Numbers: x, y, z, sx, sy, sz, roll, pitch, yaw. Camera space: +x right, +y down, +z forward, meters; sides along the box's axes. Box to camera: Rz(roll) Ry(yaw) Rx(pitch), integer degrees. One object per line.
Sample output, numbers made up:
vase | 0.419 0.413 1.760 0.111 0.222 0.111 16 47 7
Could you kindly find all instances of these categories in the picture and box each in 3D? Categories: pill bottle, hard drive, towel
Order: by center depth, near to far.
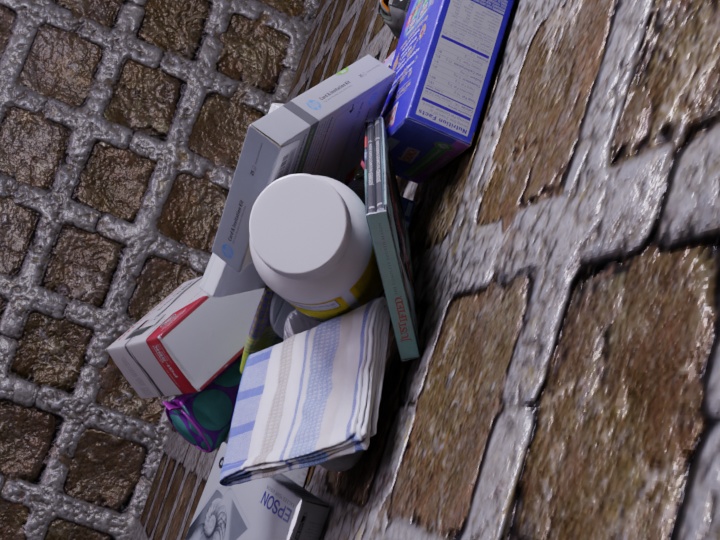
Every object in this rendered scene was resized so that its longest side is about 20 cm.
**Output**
pill bottle | -0.037 -0.020 1.011 0.200 0.111 0.114 53 -125 -76
towel | -0.052 0.112 1.011 0.199 0.024 0.149 -24 45 41
hard drive | -0.091 -0.073 1.157 0.132 0.026 0.202 -12 -52 -66
towel | -0.071 0.018 1.267 0.143 0.023 0.202 -24 -39 -64

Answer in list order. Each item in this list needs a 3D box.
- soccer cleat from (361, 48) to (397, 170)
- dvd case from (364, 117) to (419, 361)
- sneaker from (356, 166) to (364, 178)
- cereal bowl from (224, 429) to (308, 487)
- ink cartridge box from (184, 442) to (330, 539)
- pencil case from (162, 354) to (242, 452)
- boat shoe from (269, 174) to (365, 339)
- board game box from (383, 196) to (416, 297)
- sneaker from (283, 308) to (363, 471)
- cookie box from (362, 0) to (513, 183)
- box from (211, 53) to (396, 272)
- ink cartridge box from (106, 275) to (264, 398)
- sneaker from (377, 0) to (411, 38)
soccer cleat | 0.051 -0.189 1.308 0.076 0.067 0.202 -14 44 38
dvd case | 0.028 -0.034 1.014 0.201 0.022 0.148 -87 -15 -61
sneaker | -0.025 -0.156 1.544 0.091 0.077 0.201 -79 14 -53
cereal bowl | -0.121 0.232 1.303 0.200 0.082 0.203 -159 89 -78
ink cartridge box | -0.124 0.300 1.139 0.199 0.040 0.203 15 85 58
pencil case | -0.148 0.132 1.386 0.085 0.093 0.200 21 57 45
boat shoe | -0.029 -0.011 1.179 0.201 0.072 0.062 -56 1 22
board game box | 0.000 0.000 1.244 0.200 0.034 0.137 152 136 -74
sneaker | -0.038 0.139 1.102 0.201 0.074 0.116 -107 20 -48
cookie box | 0.080 -0.207 1.123 0.171 0.074 0.203 152 137 -74
box | -0.053 -0.106 1.076 0.200 0.041 0.157 -39 -20 -45
ink cartridge box | -0.205 0.075 1.350 0.147 0.083 0.199 -43 14 -29
sneaker | 0.059 -0.343 1.458 0.200 0.078 0.075 -127 57 -78
